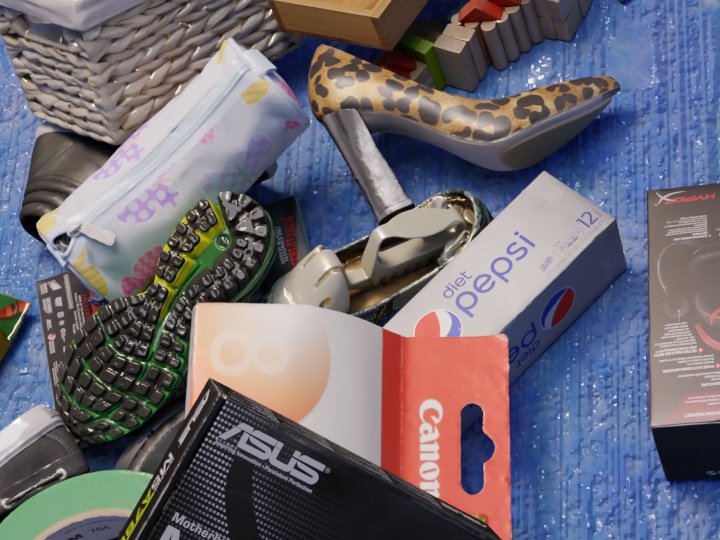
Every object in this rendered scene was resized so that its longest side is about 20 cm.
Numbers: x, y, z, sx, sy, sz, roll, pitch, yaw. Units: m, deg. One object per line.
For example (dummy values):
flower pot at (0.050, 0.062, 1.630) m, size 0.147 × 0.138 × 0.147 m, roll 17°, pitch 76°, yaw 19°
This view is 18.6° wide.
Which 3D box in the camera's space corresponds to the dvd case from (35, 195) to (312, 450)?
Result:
dvd case at (-0.124, 0.037, 1.530) m, size 0.200 × 0.022 × 0.146 m, roll -20°, pitch 53°, yaw 5°

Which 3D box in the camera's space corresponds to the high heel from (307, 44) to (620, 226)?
high heel at (0.068, -0.131, 1.528) m, size 0.200 × 0.071 × 0.143 m, roll -25°, pitch 71°, yaw -7°

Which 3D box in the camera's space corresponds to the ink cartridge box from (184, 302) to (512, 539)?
ink cartridge box at (-0.008, 0.101, 1.341) m, size 0.200 × 0.050 × 0.163 m, roll -1°, pitch 62°, yaw 3°

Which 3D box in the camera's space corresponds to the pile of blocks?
pile of blocks at (0.073, -0.178, 1.590) m, size 0.200 × 0.062 × 0.082 m, roll -30°, pitch 53°, yaw -4°

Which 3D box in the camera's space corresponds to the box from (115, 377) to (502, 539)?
box at (-0.047, 0.192, 1.268) m, size 0.193 × 0.200 × 0.048 m, roll -59°, pitch 17°, yaw 5°

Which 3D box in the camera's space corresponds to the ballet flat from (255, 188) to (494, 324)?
ballet flat at (0.000, 0.000, 1.470) m, size 0.200 × 0.074 × 0.074 m, roll -28°, pitch 52°, yaw -13°

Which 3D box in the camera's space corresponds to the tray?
tray at (0.028, -0.244, 1.598) m, size 0.098 × 0.037 × 0.200 m, roll 14°, pitch 54°, yaw 34°

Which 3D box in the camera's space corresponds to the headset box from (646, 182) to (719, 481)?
headset box at (0.257, 0.042, 1.371) m, size 0.148 × 0.075 × 0.200 m, roll -6°, pitch 55°, yaw 14°

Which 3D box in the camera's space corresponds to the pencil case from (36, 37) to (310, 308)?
pencil case at (-0.128, -0.067, 1.493) m, size 0.200 × 0.091 × 0.083 m, roll -43°, pitch 56°, yaw 2°

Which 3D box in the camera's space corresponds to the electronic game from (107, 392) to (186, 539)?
electronic game at (-0.077, 0.159, 1.417) m, size 0.200 × 0.042 × 0.200 m, roll -8°, pitch 62°, yaw 16°

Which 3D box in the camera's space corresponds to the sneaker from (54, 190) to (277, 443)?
sneaker at (-0.123, 0.040, 1.475) m, size 0.200 × 0.085 × 0.078 m, roll -47°, pitch 73°, yaw 1°

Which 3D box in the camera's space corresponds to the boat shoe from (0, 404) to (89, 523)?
boat shoe at (-0.263, 0.176, 1.455) m, size 0.200 × 0.070 × 0.066 m, roll -40°, pitch 80°, yaw -4°

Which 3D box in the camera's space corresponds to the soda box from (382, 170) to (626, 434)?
soda box at (0.082, 0.031, 1.441) m, size 0.200 × 0.063 × 0.068 m, roll -45°, pitch 57°, yaw -14°

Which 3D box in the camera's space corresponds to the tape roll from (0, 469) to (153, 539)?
tape roll at (-0.155, 0.226, 1.360) m, size 0.200 × 0.048 × 0.201 m, roll -7°, pitch 66°, yaw 15°

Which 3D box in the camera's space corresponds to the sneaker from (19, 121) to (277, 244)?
sneaker at (-0.157, -0.051, 1.576) m, size 0.200 × 0.071 × 0.099 m, roll 4°, pitch 62°, yaw 24°

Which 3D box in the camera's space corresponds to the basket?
basket at (-0.151, -0.190, 1.588) m, size 0.200 × 0.124 × 0.135 m, roll -33°, pitch 34°, yaw -30°

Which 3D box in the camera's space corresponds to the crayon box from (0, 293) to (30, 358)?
crayon box at (-0.337, 0.077, 1.543) m, size 0.127 × 0.051 × 0.200 m, roll 15°, pitch 62°, yaw 26°
